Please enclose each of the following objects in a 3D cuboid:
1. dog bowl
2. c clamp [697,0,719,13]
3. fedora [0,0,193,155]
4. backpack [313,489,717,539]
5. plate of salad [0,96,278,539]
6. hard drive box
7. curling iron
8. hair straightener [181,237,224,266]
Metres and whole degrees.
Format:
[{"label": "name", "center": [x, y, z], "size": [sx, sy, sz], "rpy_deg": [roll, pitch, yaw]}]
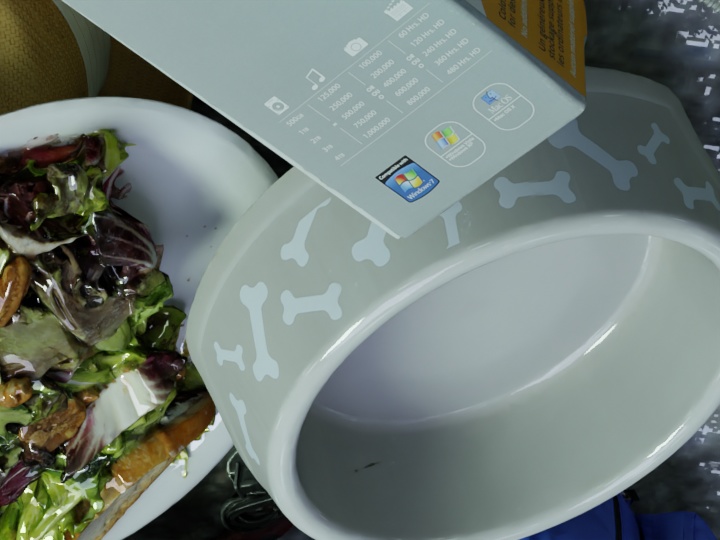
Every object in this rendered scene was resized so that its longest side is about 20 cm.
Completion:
[{"label": "dog bowl", "center": [0.044, 0.023, 0.801], "size": [0.200, 0.059, 0.200], "rpy_deg": [-16, 142, -13]}, {"label": "c clamp", "center": [0.148, -0.097, 0.768], "size": [0.200, 0.027, 0.171], "rpy_deg": [27, 123, -7]}, {"label": "fedora", "center": [-0.150, -0.062, 0.793], "size": [0.200, 0.082, 0.201], "rpy_deg": [1, 136, 1]}, {"label": "backpack", "center": [0.072, 0.157, 0.961], "size": [0.168, 0.163, 0.200], "rpy_deg": [-18, 120, 13]}, {"label": "plate of salad", "center": [-0.103, 0.034, 0.788], "size": [0.200, 0.048, 0.200], "rpy_deg": [-19, 133, -22]}, {"label": "hard drive box", "center": [-0.032, -0.129, 0.667], "size": [0.200, 0.156, 0.077], "rpy_deg": [34, 128, -29]}, {"label": "curling iron", "center": [-0.082, 0.128, 1.028], "size": [0.050, 0.026, 0.200], "rpy_deg": [26, 131, -32]}, {"label": "hair straightener", "center": [0.010, -0.019, 0.841], "size": [0.200, 0.041, 0.077], "rpy_deg": [-2, 138, 0]}]
